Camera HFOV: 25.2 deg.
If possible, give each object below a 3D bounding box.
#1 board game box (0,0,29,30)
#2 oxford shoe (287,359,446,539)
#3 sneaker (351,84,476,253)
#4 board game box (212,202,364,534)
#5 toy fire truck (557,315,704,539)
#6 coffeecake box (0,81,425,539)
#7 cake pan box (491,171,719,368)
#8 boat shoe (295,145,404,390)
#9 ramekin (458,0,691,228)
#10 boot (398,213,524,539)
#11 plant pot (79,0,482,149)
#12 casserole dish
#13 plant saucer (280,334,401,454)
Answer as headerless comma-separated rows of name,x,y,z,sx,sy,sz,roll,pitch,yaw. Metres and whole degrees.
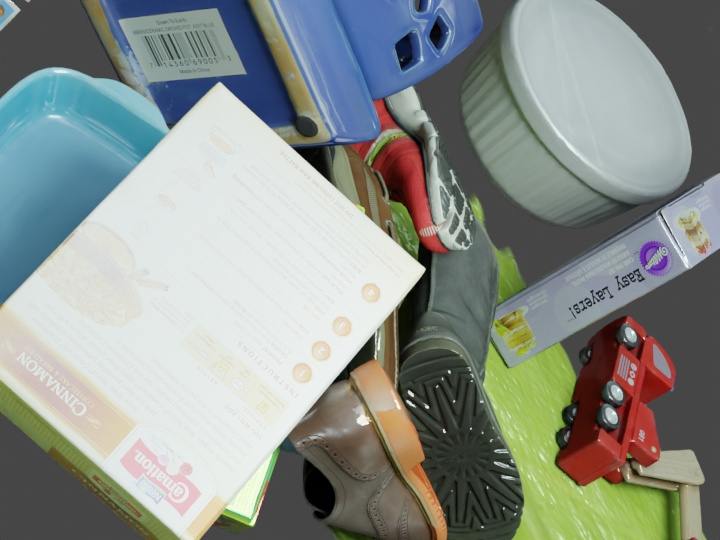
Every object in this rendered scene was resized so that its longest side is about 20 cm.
board game box,-0.193,-0.218,0.974,0.039,0.200,0.158,45,2,-37
oxford shoe,0.002,0.126,0.963,0.071,0.073,0.200,60,-7,39
sneaker,0.022,-0.066,1.124,0.077,0.085,0.200,62,4,-35
board game box,-0.079,0.038,0.927,0.102,0.048,0.200,22,70,-9
toy fire truck,0.216,0.143,1.210,0.141,0.049,0.200,41,41,-15
coffeecake box,-0.090,0.027,0.862,0.154,0.073,0.200,42,68,-3
cake pan box,0.210,-0.012,1.211,0.200,0.184,0.052,-27,87,-50
boat shoe,0.000,0.000,1.027,0.074,0.076,0.200,16,53,-40
ramekin,0.169,-0.126,1.321,0.202,0.094,0.202,25,48,-31
boot,0.069,0.070,1.107,0.200,0.073,0.182,-88,168,-65
plant pot,-0.064,-0.185,1.028,0.180,0.200,0.200,-57,135,-41
casserole dish,-0.183,-0.039,0.944,0.121,0.039,0.200,34,48,-2
plant saucer,-0.062,0.032,1.031,0.201,0.039,0.201,24,49,-31
